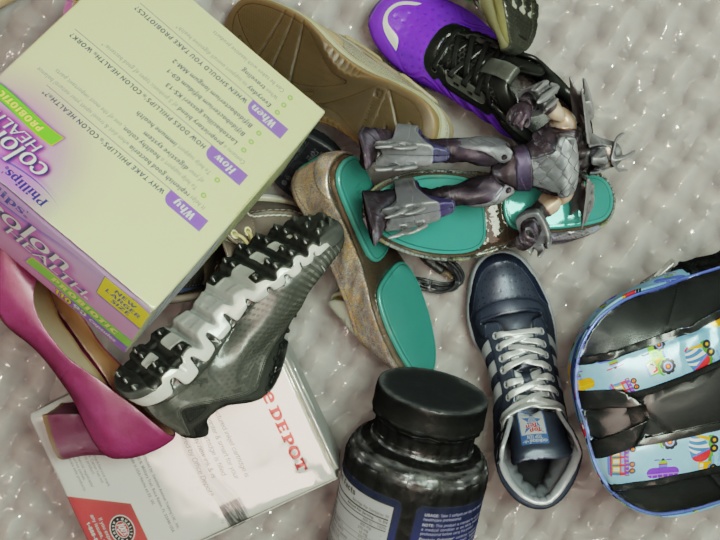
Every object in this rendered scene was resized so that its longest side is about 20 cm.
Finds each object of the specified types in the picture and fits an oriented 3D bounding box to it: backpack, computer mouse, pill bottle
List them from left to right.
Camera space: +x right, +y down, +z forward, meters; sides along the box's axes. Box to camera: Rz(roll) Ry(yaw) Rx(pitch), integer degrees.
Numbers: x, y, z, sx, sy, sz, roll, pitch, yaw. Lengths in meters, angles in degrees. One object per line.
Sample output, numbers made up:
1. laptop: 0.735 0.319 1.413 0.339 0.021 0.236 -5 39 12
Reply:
1. computer mouse: 0.002 -0.050 1.051 0.200 0.034 0.059 40 117 -9
2. pill bottle: 0.035 0.182 1.007 0.111 0.112 0.201 12 106 1
3. backpack: 0.243 0.083 0.982 0.199 0.135 0.184 -17 96 -10

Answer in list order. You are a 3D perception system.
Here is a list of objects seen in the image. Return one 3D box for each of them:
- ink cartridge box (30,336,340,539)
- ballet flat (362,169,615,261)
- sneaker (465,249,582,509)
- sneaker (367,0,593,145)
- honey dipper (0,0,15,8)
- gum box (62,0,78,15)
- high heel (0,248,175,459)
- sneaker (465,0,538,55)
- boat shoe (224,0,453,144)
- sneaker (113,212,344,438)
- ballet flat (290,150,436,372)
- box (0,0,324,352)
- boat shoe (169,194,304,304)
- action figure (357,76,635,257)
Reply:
1. ink cartridge box: -0.132 0.130 1.040 0.199 0.083 0.147 -24 93 3
2. ballet flat: 0.094 -0.044 1.022 0.199 0.072 0.073 -4 94 -12
3. sneaker: 0.125 0.085 1.016 0.070 0.109 0.201 -9 94 2
4. sneaker: 0.096 -0.152 1.002 0.200 0.100 0.070 33 92 -2
5. honey dipper: -0.246 -0.231 1.041 0.199 0.038 0.038 -26 93 1
6. gum box: -0.188 -0.107 1.031 0.113 0.066 0.201 14 95 -1
7. high heel: -0.199 0.041 0.955 0.096 0.067 0.201 -10 109 19
8. sneaker: 0.068 -0.233 1.001 0.088 0.077 0.201 -33 62 24
9. boat shoe: -0.017 -0.147 1.027 0.199 0.065 0.072 31 108 17
10. sneaker: -0.081 0.044 0.961 0.200 0.066 0.091 -43 126 -14
11. ballet flat: 0.000 0.000 1.031 0.067 0.068 0.201 -7 112 37
12. box: -0.158 -0.082 0.908 0.176 0.097 0.200 40 61 -4
13. boat shoe: -0.115 -0.012 0.997 0.199 0.059 0.072 -11 109 -31
14. action figure: 0.100 -0.070 0.949 0.199 0.069 0.131 -7 110 -3
